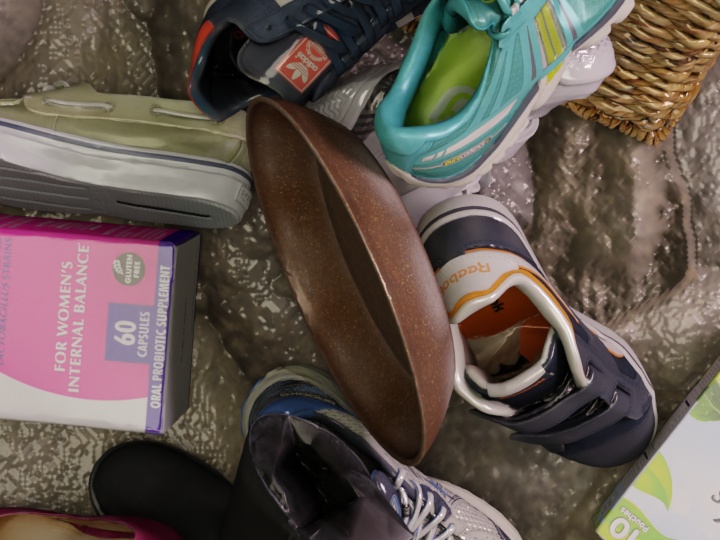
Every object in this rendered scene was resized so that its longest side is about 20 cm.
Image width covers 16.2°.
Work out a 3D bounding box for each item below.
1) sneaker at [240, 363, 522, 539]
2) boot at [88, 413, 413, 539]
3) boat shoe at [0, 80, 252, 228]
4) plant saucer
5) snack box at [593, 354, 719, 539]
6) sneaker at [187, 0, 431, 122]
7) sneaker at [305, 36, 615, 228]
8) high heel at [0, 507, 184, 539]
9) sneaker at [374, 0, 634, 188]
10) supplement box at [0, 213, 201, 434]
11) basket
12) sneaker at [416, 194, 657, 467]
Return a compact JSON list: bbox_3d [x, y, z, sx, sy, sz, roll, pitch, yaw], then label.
[{"bbox_3d":[0.013,0.134,1.349,0.200,0.085,0.077,38,94,-1],"label":"sneaker"},{"bbox_3d":[-0.062,0.120,1.287,0.164,0.200,0.066,35,70,4],"label":"boot"},{"bbox_3d":[-0.154,-0.069,1.360,0.199,0.072,0.062,10,69,-2],"label":"boat shoe"},{"bbox_3d":[0.000,0.000,1.273,0.036,0.200,0.201,-23,93,-14],"label":"plant saucer"},{"bbox_3d":[0.244,0.144,1.356,0.200,0.053,0.142,38,96,-1],"label":"snack box"},{"bbox_3d":[-0.013,-0.127,1.286,0.075,0.085,0.199,41,139,-22],"label":"sneaker"},{"bbox_3d":[0.060,-0.059,1.313,0.199,0.075,0.116,-11,104,39],"label":"sneaker"},{"bbox_3d":[-0.170,0.146,1.322,0.199,0.096,0.068,15,64,33],"label":"high heel"},{"bbox_3d":[0.075,-0.127,1.197,0.077,0.080,0.201,33,93,23],"label":"sneaker"},{"bbox_3d":[-0.192,0.023,1.343,0.199,0.103,0.102,5,95,4],"label":"supplement box"},{"bbox_3d":[0.114,-0.189,1.336,0.199,0.149,0.143,24,61,1],"label":"basket"},{"bbox_3d":[0.092,0.054,1.302,0.078,0.080,0.200,-30,127,18],"label":"sneaker"}]
